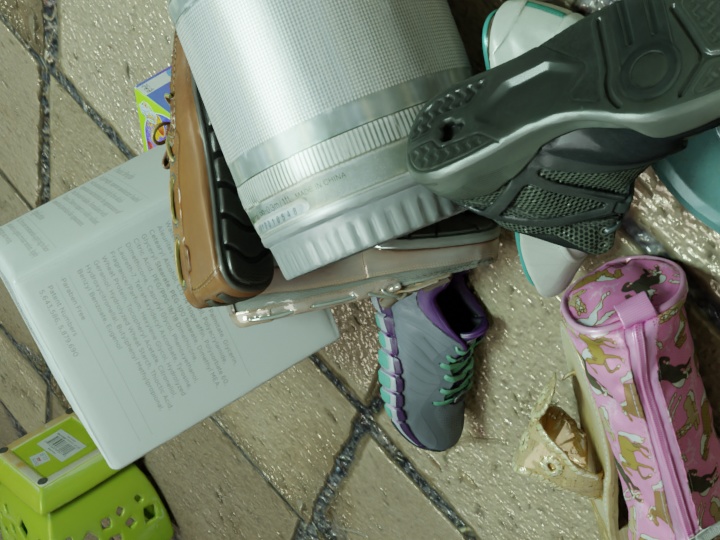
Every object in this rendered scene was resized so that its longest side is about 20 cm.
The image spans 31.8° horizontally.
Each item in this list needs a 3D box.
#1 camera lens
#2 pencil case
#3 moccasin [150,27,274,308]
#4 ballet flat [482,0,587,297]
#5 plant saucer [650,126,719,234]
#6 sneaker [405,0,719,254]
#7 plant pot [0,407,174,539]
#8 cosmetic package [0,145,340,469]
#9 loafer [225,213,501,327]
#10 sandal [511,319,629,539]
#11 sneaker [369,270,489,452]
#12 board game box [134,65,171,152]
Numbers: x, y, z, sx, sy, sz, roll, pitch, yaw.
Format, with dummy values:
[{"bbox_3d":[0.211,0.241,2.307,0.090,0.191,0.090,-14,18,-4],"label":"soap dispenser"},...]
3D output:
[{"bbox_3d":[-0.015,-0.113,0.759,0.160,0.159,0.202,-20,91,61],"label":"camera lens"},{"bbox_3d":[0.184,0.089,0.789,0.086,0.083,0.201,13,131,52],"label":"pencil case"},{"bbox_3d":[-0.100,-0.076,0.837,0.077,0.073,0.203,-14,82,42],"label":"moccasin"},{"bbox_3d":[0.120,-0.065,0.750,0.069,0.069,0.201,22,137,45],"label":"ballet flat"},{"bbox_3d":[0.202,-0.079,0.631,0.200,0.036,0.201,37,147,29],"label":"plant saucer"},{"bbox_3d":[0.132,-0.070,0.642,0.198,0.077,0.114,-22,145,35],"label":"sneaker"},{"bbox_3d":[-0.416,0.326,1.843,0.199,0.198,0.183,22,132,45],"label":"plant pot"},{"bbox_3d":[-0.154,0.012,0.965,0.165,0.199,0.166,29,145,63],"label":"cosmetic package"},{"bbox_3d":[0.000,0.000,0.881,0.072,0.198,0.063,-87,-8,-74],"label":"loafer"},{"bbox_3d":[0.143,0.137,0.890,0.078,0.069,0.213,-108,-2,-60],"label":"sandal"},{"bbox_3d":[0.062,0.066,0.964,0.087,0.074,0.201,16,133,42],"label":"sneaker"},{"bbox_3d":[-0.112,-0.072,1.101,0.200,0.045,0.135,37,147,30],"label":"board game box"}]
